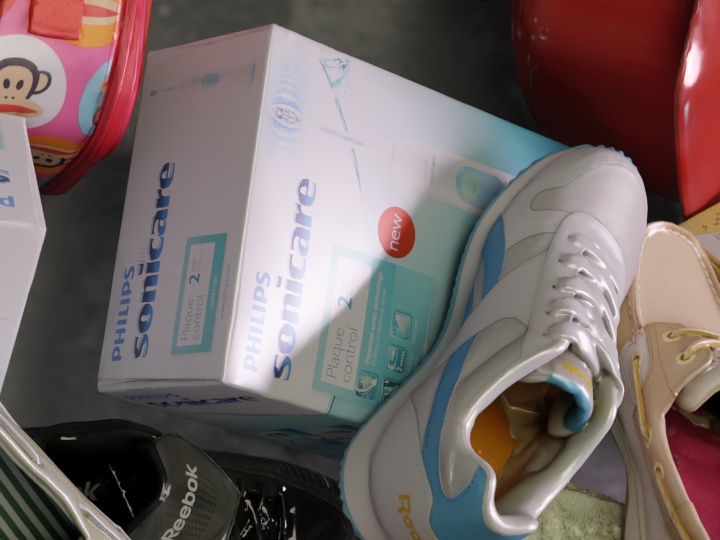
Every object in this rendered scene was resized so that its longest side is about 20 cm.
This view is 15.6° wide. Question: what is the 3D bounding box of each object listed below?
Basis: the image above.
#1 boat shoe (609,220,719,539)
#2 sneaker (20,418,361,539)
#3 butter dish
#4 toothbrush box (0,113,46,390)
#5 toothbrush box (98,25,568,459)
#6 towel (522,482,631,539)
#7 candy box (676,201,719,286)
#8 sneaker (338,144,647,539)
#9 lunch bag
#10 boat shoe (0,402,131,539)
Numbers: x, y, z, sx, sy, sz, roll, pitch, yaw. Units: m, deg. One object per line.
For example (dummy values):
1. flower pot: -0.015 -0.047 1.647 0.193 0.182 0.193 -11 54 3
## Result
1. boat shoe: 0.142 0.060 1.073 0.073 0.069 0.201 10 56 -24
2. sneaker: -0.074 0.102 1.089 0.199 0.090 0.067 12 77 -19
3. butter dish: 0.118 -0.131 1.179 0.147 0.200 0.200 11 71 14
4. toothbrush box: -0.214 0.034 0.991 0.146 0.085 0.201 8 122 -19
5. toothbrush box: 0.000 0.000 1.097 0.200 0.085 0.147 20 72 -39
6. towel: 0.119 0.169 1.083 0.199 0.036 0.149 15 76 -22
7. candy box: 0.231 -0.009 1.212 0.200 0.117 0.056 -30 54 -23
8. sneaker: 0.073 0.032 1.038 0.077 0.081 0.200 47 57 -28
9. lunch bag: -0.126 -0.140 1.067 0.082 0.176 0.201 10 78 -16
10. boat shoe: -0.117 0.112 0.954 0.072 0.062 0.200 -39 113 -4
